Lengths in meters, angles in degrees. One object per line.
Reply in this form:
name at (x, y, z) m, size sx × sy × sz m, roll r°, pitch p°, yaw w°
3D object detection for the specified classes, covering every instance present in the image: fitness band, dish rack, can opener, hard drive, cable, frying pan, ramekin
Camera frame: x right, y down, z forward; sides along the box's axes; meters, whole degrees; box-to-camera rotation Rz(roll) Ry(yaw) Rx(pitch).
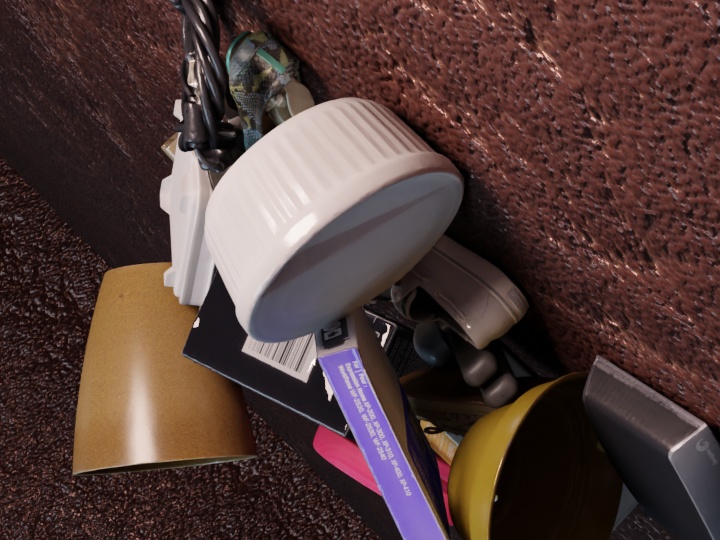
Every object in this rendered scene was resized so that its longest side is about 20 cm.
fitness band at (0.042, 0.200, 1.767) m, size 0.199 × 0.038 × 0.143 m, roll 27°, pitch -171°, yaw 36°
dish rack at (-0.163, -0.073, 1.720) m, size 0.200 × 0.043 × 0.172 m, roll 108°, pitch 160°, yaw -52°
can opener at (0.093, 0.075, 1.542) m, size 0.053 × 0.066 × 0.200 m, roll 44°, pitch -176°, yaw -14°
hard drive at (0.249, 0.161, 1.421) m, size 0.135 × 0.042 × 0.200 m, roll 34°, pitch 164°, yaw 44°
cable at (-0.136, -0.173, 1.451) m, size 0.200 × 0.050 × 0.164 m, roll -109°, pitch 10°, yaw -68°
frying pan at (-0.104, -0.102, 1.591) m, size 0.191 × 0.031 × 0.115 m, roll -84°, pitch -28°, yaw -53°
ramekin at (-0.027, -0.043, 1.346) m, size 0.094 × 0.202 × 0.203 m, roll 54°, pitch 172°, yaw 18°

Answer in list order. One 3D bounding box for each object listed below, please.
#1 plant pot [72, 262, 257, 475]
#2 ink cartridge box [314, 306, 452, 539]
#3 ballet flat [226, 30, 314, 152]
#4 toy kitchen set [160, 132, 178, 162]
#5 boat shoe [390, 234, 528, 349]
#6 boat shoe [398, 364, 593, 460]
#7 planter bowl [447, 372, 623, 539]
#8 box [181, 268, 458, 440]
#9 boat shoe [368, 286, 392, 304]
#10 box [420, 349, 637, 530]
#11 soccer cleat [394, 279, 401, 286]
plant pot at (-0.203, 0.098, 1.803) m, size 0.186 × 0.185 × 0.201 m, roll 131°, pitch 134°, yaw -79°
ink cartridge box at (0.019, 0.128, 1.444) m, size 0.200 × 0.043 × 0.199 m, roll -103°, pitch -11°, yaw -70°
ballet flat at (-0.064, -0.124, 1.499) m, size 0.074 × 0.074 × 0.200 m, roll 41°, pitch 169°, yaw 23°
toy kitchen set at (-0.165, -0.026, 1.876) m, size 0.200 × 0.180 × 0.163 m, roll 48°, pitch 172°, yaw -11°
boat shoe at (0.062, 0.014, 1.515) m, size 0.200 × 0.069 × 0.072 m, roll 33°, pitch 163°, yaw 47°
boat shoe at (0.110, 0.126, 1.549) m, size 0.199 × 0.073 × 0.063 m, roll 6°, pitch 116°, yaw 36°
planter bowl at (0.127, 0.173, 1.438) m, size 0.083 × 0.201 × 0.201 m, roll 12°, pitch 150°, yaw 37°
box at (-0.031, 0.081, 1.727) m, size 0.196 × 0.118 × 0.200 m, roll 24°, pitch 180°, yaw 26°
boat shoe at (0.000, 0.000, 1.707) m, size 0.200 × 0.060 × 0.076 m, roll 35°, pitch 165°, yaw 42°
box at (0.157, 0.176, 1.664) m, size 0.200 × 0.097 × 0.124 m, roll 43°, pitch 169°, yaw 11°
soccer cleat at (-0.009, -0.063, 1.537) m, size 0.200 × 0.068 × 0.086 m, roll -125°, pitch 36°, yaw -52°
